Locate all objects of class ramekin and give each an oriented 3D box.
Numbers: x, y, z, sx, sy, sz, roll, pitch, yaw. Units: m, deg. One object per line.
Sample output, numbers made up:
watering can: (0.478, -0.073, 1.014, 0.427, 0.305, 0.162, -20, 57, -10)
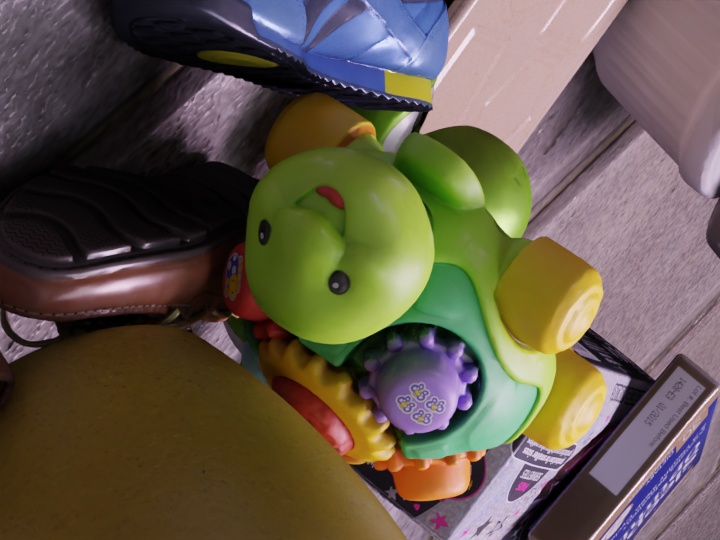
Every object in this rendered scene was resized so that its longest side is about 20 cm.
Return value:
ramekin: (0.201, -0.142, 1.492, 0.202, 0.094, 0.202, -46, 165, -16)

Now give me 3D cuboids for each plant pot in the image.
plant pot: (-0.080, 0.105, 1.056, 0.200, 0.142, 0.200, -18, 154, -9)

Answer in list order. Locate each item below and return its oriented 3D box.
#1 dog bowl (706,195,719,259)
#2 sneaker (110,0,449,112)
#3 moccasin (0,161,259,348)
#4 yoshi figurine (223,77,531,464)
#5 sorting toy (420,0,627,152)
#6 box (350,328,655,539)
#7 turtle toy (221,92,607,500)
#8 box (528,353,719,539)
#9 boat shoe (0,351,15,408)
dog bowl: (0.255, -0.066, 1.535, 0.200, 0.059, 0.200, -46, 164, -17)
sneaker: (-0.028, -0.107, 1.085, 0.200, 0.066, 0.079, 9, 89, -62)
moccasin: (-0.089, 0.002, 1.121, 0.078, 0.074, 0.201, -65, 169, 12)
yoshi figurine: (0.010, 0.009, 1.244, 0.112, 0.112, 0.200, 5, 124, -22)
sorting toy: (0.068, -0.111, 1.347, 0.200, 0.036, 0.185, -59, 162, 9)
box: (0.052, 0.060, 1.470, 0.115, 0.132, 0.200, -53, 164, 6)
turtle toy: (0.007, 0.012, 1.088, 0.101, 0.146, 0.200, -48, 156, -20)
box: (0.133, 0.120, 1.541, 0.121, 0.032, 0.200, -49, 169, -11)
boat shoe: (-0.196, 0.069, 0.975, 0.200, 0.072, 0.076, -42, 160, -28)
